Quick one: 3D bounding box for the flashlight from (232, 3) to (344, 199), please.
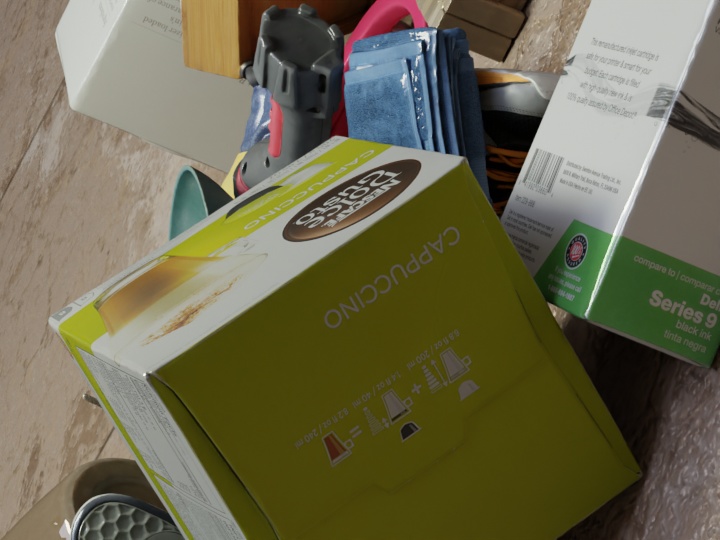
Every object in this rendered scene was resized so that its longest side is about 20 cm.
[{"bbox_3d":[-0.047,-0.094,1.702,0.200,0.067,0.068,95,174,-57],"label":"flashlight"}]

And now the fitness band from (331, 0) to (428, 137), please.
[{"bbox_3d":[0.008,-0.104,1.861,0.200,0.037,0.144,-61,25,23],"label":"fitness band"}]

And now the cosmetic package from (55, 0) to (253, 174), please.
[{"bbox_3d":[-0.122,-0.210,2.095,0.200,0.165,0.165,-60,22,19],"label":"cosmetic package"}]

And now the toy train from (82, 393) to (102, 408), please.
[{"bbox_3d":[-0.058,0.102,1.600,0.116,0.200,0.085,-47,13,29],"label":"toy train"}]

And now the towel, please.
[{"bbox_3d":[0.033,-0.042,1.583,0.112,0.048,0.201,-3,96,59],"label":"towel"}]

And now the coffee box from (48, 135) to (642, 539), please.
[{"bbox_3d":[-0.011,0.067,1.403,0.199,0.200,0.198,-34,17,-14],"label":"coffee box"}]

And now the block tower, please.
[{"bbox_3d":[0.063,-0.210,1.796,0.054,0.058,0.200,-61,24,21],"label":"block tower"}]

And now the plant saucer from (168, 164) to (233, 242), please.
[{"bbox_3d":[-0.094,0.030,1.746,0.200,0.036,0.201,177,90,-77],"label":"plant saucer"}]

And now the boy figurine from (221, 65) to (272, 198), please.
[{"bbox_3d":[-0.065,-0.048,1.856,0.124,0.064,0.201,159,123,-65],"label":"boy figurine"}]

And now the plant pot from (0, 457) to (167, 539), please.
[{"bbox_3d":[-0.175,0.221,1.758,0.175,0.200,0.200,-58,23,32],"label":"plant pot"}]

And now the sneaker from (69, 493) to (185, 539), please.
[{"bbox_3d":[-0.108,0.205,1.625,0.077,0.202,0.146,-52,15,-10],"label":"sneaker"}]

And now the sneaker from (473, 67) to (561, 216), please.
[{"bbox_3d":[0.076,-0.070,1.618,0.200,0.078,0.077,146,127,-61],"label":"sneaker"}]

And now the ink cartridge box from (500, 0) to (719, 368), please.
[{"bbox_3d":[0.158,-0.067,1.382,0.200,0.084,0.146,-68,21,3],"label":"ink cartridge box"}]

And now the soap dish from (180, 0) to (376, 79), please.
[{"bbox_3d":[-0.053,-0.239,1.898,0.081,0.157,0.200,47,150,35],"label":"soap dish"}]
